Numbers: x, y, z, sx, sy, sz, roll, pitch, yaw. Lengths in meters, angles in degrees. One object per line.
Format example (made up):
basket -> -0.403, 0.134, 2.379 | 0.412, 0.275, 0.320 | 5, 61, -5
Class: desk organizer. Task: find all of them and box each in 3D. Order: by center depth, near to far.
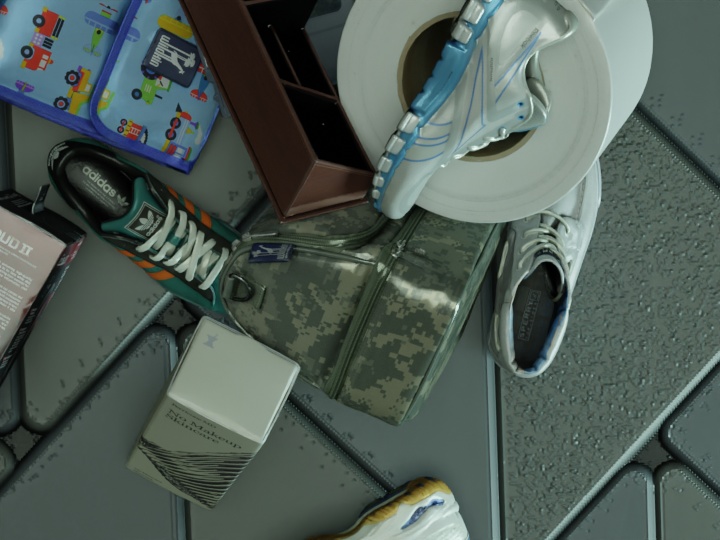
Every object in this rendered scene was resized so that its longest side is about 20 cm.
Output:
desk organizer -> -0.053, -0.142, 1.365 | 0.071, 0.077, 0.201 | -15, 68, -28

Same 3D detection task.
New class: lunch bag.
lunch bag -> 0.000, 0.000, 1.434 | 0.167, 0.200, 0.140 | 23, 119, 6
lunch bag -> -0.178, -0.172, 1.485 | 0.199, 0.094, 0.151 | 21, 88, -17

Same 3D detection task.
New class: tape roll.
tape roll -> 0.098, -0.150, 1.404 | 0.202, 0.139, 0.204 | 8, 114, 19

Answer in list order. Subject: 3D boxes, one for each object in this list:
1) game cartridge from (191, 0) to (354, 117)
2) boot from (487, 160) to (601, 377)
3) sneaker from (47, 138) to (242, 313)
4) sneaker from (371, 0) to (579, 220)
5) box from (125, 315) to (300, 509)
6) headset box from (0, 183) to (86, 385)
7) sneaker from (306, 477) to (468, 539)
game cartridge -> -0.074, -0.228, 1.472 | 0.133, 0.041, 0.201 | -22, 98, -35
boot -> 0.145, -0.015, 1.494 | 0.073, 0.096, 0.201 | 10, 93, -3
sneaker -> -0.155, -0.029, 1.488 | 0.199, 0.080, 0.072 | 34, 92, -4
sneaker -> 0.077, -0.105, 1.312 | 0.086, 0.075, 0.200 | 31, 119, 0
box -> -0.111, 0.108, 1.438 | 0.082, 0.200, 0.069 | 27, 66, -3
headset box -> -0.278, 0.026, 1.454 | 0.075, 0.149, 0.201 | 30, 93, -4
sneaker -> -0.006, 0.241, 1.509 | 0.199, 0.075, 0.088 | -28, 95, 1
